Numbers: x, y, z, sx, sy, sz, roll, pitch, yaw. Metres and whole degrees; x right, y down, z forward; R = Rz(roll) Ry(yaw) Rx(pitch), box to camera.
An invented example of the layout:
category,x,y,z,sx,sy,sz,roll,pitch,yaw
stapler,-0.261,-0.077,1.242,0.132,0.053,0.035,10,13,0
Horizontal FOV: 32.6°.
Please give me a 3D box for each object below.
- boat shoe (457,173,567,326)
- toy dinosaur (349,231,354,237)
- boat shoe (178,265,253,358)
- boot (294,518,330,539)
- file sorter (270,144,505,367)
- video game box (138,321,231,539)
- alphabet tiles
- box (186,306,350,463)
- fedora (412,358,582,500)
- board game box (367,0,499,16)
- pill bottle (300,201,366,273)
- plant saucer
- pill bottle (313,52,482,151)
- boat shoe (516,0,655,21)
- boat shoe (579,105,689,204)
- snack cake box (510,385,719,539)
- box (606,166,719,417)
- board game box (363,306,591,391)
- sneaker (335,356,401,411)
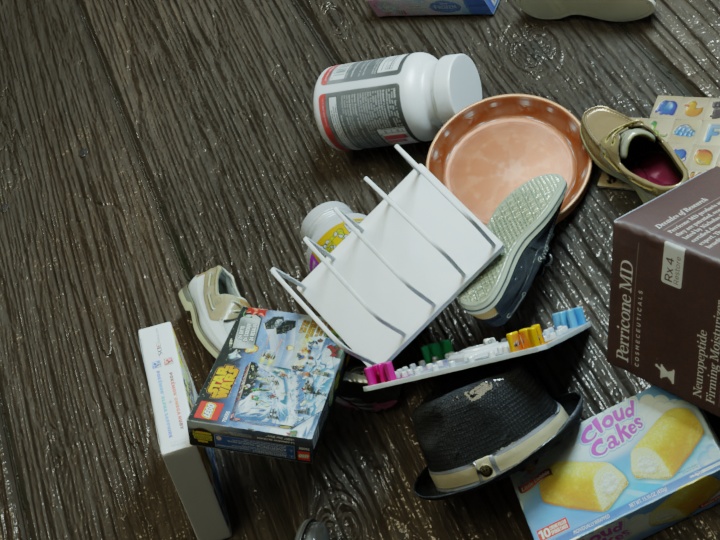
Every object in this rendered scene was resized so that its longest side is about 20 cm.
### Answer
category,x,y,z,sx,sy,sz,roll,pitch,yaw
boat shoe,0.177,-0.024,1.383,0.075,0.062,0.200,8,60,45
toy dinosaur,0.082,-0.030,1.457,0.088,0.200,0.048,46,131,27
boat shoe,-0.172,0.062,1.584,0.068,0.075,0.200,-45,45,6
boot,0.027,0.331,1.281,0.174,0.069,0.200,-23,57,14
file sorter,0.027,-0.015,1.318,0.200,0.125,0.139,-45,68,3
video game box,-0.203,0.191,1.432,0.047,0.200,0.182,-17,49,-7
alphabet tiles,0.376,-0.129,1.407,0.200,0.008,0.167,8,65,37
box,-0.093,0.121,1.352,0.137,0.040,0.200,8,37,11
fedora,0.124,0.150,1.258,0.200,0.092,0.201,-30,5,3
board game box,0.132,-0.455,1.768,0.199,0.043,0.200,7,64,37
pill bottle,0.000,0.000,1.495,0.104,0.104,0.200,-40,46,3
plant saucer,0.179,-0.124,1.486,0.200,0.032,0.201,-6,60,11
pill bottle,0.049,-0.222,1.610,0.200,0.116,0.116,-3,58,31
boat shoe,0.293,-0.361,1.580,0.200,0.072,0.060,11,69,44
boat shoe,0.314,-0.135,1.394,0.074,0.066,0.200,-33,49,-6
snack cake box,0.256,0.201,1.214,0.200,0.067,0.115,-30,49,13
box,0.362,0.027,1.160,0.164,0.166,0.200,-27,37,-34
board game box,0.125,0.081,1.306,0.200,0.200,0.026,-15,89,24
sneaker,-0.034,0.103,1.463,0.200,0.080,0.086,10,64,36
